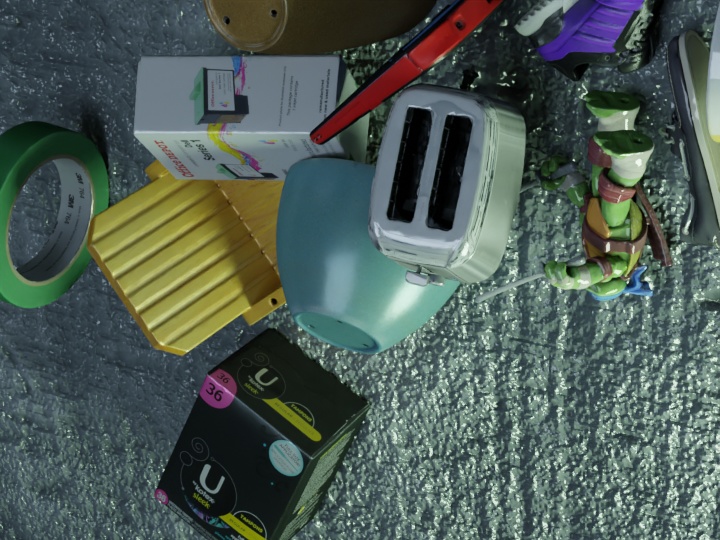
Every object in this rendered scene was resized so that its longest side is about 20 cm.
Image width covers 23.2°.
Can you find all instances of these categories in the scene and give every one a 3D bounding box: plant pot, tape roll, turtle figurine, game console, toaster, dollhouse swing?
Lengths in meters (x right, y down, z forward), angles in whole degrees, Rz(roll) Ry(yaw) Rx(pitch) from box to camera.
[{"bbox_3d":[-0.051,-0.273,1.600,0.186,0.200,0.187,16,121,29],"label":"plant pot"},{"bbox_3d":[-0.355,-0.061,1.916,0.048,0.200,0.201,17,122,27],"label":"tape roll"},{"bbox_3d":[0.185,-0.058,1.579,0.199,0.144,0.195,25,129,19],"label":"turtle figurine"},{"bbox_3d":[0.000,0.000,1.681,0.199,0.135,0.200,19,162,6],"label":"plant pot"},{"bbox_3d":[0.051,-0.199,1.566,0.177,0.200,0.031,-31,100,40],"label":"game console"},{"bbox_3d":[0.077,-0.085,1.524,0.113,0.129,0.201,13,93,15],"label":"toaster"},{"bbox_3d":[-0.145,-0.041,1.798,0.181,0.176,0.201,-32,92,41],"label":"dollhouse swing"}]

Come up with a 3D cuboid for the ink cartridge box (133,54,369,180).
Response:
[{"bbox_3d":[-0.103,-0.145,1.690,0.199,0.145,0.084,1,75,12],"label":"ink cartridge box"}]

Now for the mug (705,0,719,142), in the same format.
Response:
[{"bbox_3d":[0.375,-0.166,1.423,0.152,0.186,0.150,9,85,21],"label":"mug"}]

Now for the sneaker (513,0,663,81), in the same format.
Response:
[{"bbox_3d":[0.234,-0.228,1.517,0.200,0.070,0.100,-30,101,44],"label":"sneaker"}]

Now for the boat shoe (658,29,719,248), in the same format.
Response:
[{"bbox_3d":[0.287,-0.110,1.531,0.062,0.073,0.201,-4,115,33],"label":"boat shoe"}]

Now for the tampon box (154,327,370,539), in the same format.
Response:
[{"bbox_3d":[-0.109,0.198,1.925,0.150,0.126,0.201,36,128,14],"label":"tampon box"}]
